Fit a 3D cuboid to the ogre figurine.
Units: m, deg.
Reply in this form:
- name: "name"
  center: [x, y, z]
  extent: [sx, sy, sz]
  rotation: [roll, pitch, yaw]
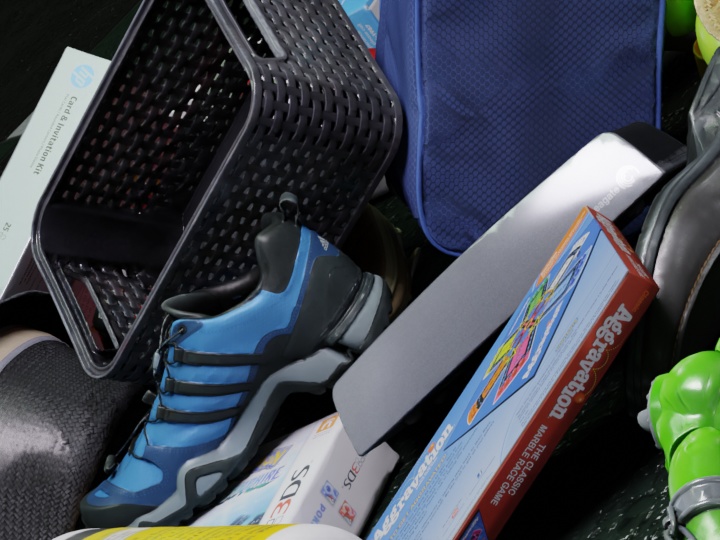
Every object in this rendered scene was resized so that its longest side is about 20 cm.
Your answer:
- name: "ogre figurine"
  center: [0.187, 0.042, 1.142]
  extent: [0.200, 0.098, 0.120]
  rotation: [-54, 36, 5]

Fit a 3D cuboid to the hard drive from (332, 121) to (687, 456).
- name: "hard drive"
  center: [0.073, 0.004, 1.427]
  extent: [0.200, 0.042, 0.135]
  rotation: [-44, -5, 14]

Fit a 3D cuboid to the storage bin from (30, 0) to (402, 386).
- name: "storage bin"
  center: [-0.078, -0.047, 1.531]
  extent: [0.200, 0.094, 0.135]
  rotation: [-60, 40, 29]

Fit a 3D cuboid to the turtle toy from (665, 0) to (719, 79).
- name: "turtle toy"
  center: [0.213, -0.162, 1.523]
  extent: [0.101, 0.146, 0.200]
  rotation: [0, 39, 31]

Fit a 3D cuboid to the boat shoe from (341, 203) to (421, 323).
- name: "boat shoe"
  center: [0.000, 0.000, 1.637]
  extent: [0.073, 0.063, 0.200]
  rotation: [-55, 18, 6]

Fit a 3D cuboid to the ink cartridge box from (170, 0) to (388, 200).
- name: "ink cartridge box"
  center: [-0.023, -0.100, 1.838]
  extent: [0.200, 0.116, 0.068]
  rotation: [-24, 22, 38]

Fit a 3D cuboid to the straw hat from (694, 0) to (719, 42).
- name: "straw hat"
  center: [0.265, -0.127, 1.392]
  extent: [0.201, 0.085, 0.201]
  rotation: [-21, 34, 15]

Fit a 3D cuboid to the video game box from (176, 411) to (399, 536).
- name: "video game box"
  center: [-0.091, 0.166, 1.460]
  extent: [0.200, 0.047, 0.182]
  rotation: [-26, 20, 35]

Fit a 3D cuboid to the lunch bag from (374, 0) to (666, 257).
- name: "lunch bag"
  center: [0.077, -0.115, 1.532]
  extent: [0.136, 0.200, 0.132]
  rotation: [-1, 14, -12]

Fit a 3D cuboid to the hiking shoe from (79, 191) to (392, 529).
- name: "hiking shoe"
  center: [-0.078, 0.053, 1.480]
  extent: [0.200, 0.087, 0.074]
  rotation: [-44, 13, 10]

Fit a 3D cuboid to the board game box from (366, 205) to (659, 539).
- name: "board game box"
  center: [0.063, 0.071, 1.316]
  extent: [0.200, 0.019, 0.103]
  rotation: [-58, 16, 12]

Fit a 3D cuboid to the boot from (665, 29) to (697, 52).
- name: "boot"
  center: [0.102, -0.104, 1.635]
  extent: [0.068, 0.200, 0.131]
  rotation: [98, 180, -77]

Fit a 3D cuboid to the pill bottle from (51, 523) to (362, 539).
- name: "pill bottle"
  center: [-0.050, 0.163, 1.245]
  extent: [0.200, 0.114, 0.114]
  rotation: [-6, 36, 42]

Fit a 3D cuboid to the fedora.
- name: "fedora"
  center: [-0.173, 0.114, 1.619]
  extent: [0.092, 0.201, 0.201]
  rotation: [12, 45, 25]

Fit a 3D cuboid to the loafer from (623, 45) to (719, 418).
- name: "loafer"
  center: [0.171, -0.016, 1.342]
  extent: [0.072, 0.073, 0.200]
  rotation: [15, 62, 15]

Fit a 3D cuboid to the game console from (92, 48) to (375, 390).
- name: "game console"
  center: [-0.060, -0.022, 1.705]
  extent: [0.172, 0.119, 0.200]
  rotation: [80, -148, -63]

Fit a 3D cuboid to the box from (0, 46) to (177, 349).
- name: "box"
  center: [-0.153, -0.019, 1.742]
  extent: [0.041, 0.200, 0.156]
  rotation: [20, 76, 24]
